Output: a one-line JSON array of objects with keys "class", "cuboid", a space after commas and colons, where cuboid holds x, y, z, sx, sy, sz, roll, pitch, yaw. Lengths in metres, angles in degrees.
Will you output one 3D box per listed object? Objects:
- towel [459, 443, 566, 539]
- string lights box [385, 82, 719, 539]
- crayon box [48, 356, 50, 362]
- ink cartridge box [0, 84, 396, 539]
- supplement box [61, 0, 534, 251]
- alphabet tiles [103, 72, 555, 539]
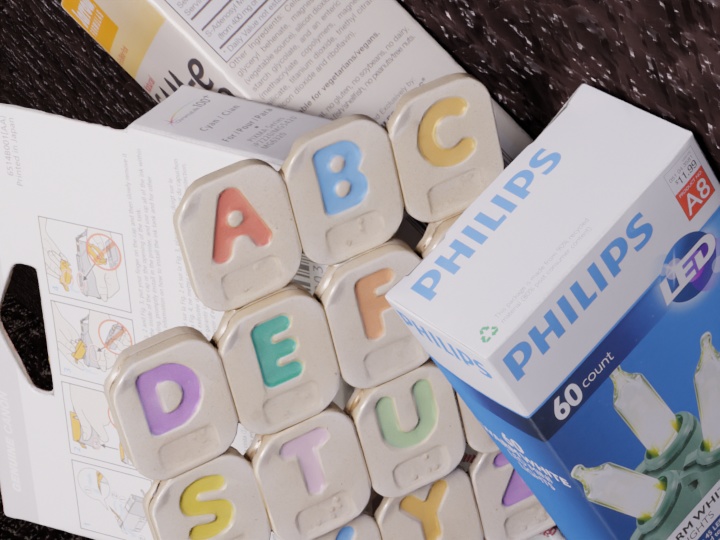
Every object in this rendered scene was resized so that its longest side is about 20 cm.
[{"class": "towel", "cuboid": [0.046, 0.095, 0.906, 0.146, 0.030, 0.201, 2, 134, 56]}, {"class": "string lights box", "cuboid": [0.101, 0.042, 0.753, 0.059, 0.103, 0.200, 32, 165, 48]}, {"class": "crayon box", "cuboid": [-0.078, 0.030, 1.110, 0.052, 0.200, 0.126, 51, 167, -30]}, {"class": "ink cartridge box", "cuboid": [-0.068, 0.027, 0.830, 0.175, 0.045, 0.202, 14, 124, 27]}, {"class": "supplement box", "cuboid": [-0.023, -0.072, 0.854, 0.200, 0.074, 0.126, 45, 168, -4]}, {"class": "alphabet tiles", "cuboid": [0.011, 0.036, 0.761, 0.015, 0.199, 0.197, 43, 152, 55]}]
